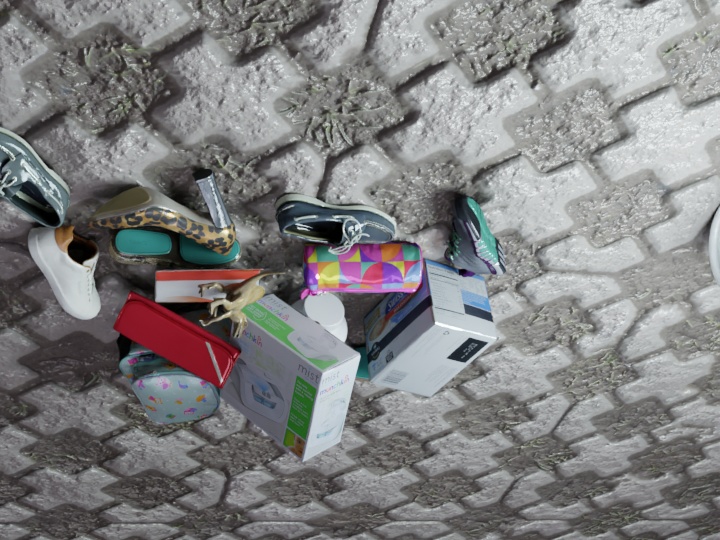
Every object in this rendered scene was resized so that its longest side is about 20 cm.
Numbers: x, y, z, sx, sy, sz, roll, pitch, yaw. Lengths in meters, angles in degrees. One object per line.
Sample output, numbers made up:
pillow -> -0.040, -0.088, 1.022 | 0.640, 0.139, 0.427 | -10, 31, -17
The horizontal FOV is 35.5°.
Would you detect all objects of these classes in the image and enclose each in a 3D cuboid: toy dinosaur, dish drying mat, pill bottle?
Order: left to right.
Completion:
dish drying mat -> -0.290, 0.110, 1.774 | 0.199, 0.018, 0.077 | 29, 112, -2
toy dinosaur -> -0.185, 0.036, 1.667 | 0.100, 0.059, 0.200 | -8, 153, -27
pill bottle -> -0.087, 0.120, 1.898 | 0.110, 0.112, 0.201 | 6, 142, -18

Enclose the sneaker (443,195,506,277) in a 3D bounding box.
sneaker -> 0.163, -0.041, 1.763 | 0.087, 0.075, 0.200 | -15, 145, 17

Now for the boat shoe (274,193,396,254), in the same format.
boat shoe -> -0.034, -0.065, 1.698 | 0.198, 0.062, 0.075 | 14, 137, -28

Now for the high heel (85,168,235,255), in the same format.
high heel -> -0.284, -0.055, 1.631 | 0.198, 0.072, 0.143 | -17, 126, -1

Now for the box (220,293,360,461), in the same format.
box -> -0.113, 0.167, 1.786 | 0.096, 0.199, 0.178 | -23, 136, -45

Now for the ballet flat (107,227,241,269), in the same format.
ballet flat -> -0.282, -0.032, 1.701 | 0.198, 0.069, 0.075 | 2, 163, -15

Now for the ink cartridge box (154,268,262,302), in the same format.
ink cartridge box -> -0.232, 0.024, 1.712 | 0.160, 0.051, 0.200 | -1, 179, -10

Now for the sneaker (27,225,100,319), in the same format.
sneaker -> -0.425, 0.006, 1.708 | 0.084, 0.073, 0.201 | -11, 143, 8

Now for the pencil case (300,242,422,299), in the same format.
pencil case -> 0.000, 0.000, 1.776 | 0.198, 0.089, 0.089 | -4, 144, -8

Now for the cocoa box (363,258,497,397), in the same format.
cocoa box -> 0.113, 0.099, 1.889 | 0.132, 0.132, 0.200 | 16, 138, -29

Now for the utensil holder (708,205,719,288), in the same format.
utensil holder -> 0.687, -0.038, 1.787 | 0.198, 0.171, 0.171 | 0, 144, -14

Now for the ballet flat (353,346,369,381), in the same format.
ballet flat -> 0.053, 0.168, 2.043 | 0.198, 0.068, 0.072 | -10, 164, -4

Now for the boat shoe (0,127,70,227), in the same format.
boat shoe -> -0.470, -0.127, 1.528 | 0.072, 0.062, 0.200 | -22, 142, 19

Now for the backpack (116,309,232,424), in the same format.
backpack -> -0.290, 0.157, 1.880 | 0.198, 0.154, 0.177 | -16, 139, 0
